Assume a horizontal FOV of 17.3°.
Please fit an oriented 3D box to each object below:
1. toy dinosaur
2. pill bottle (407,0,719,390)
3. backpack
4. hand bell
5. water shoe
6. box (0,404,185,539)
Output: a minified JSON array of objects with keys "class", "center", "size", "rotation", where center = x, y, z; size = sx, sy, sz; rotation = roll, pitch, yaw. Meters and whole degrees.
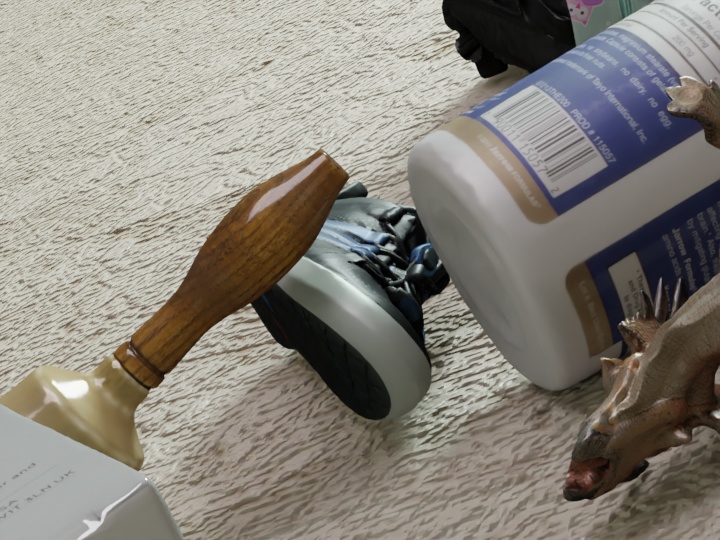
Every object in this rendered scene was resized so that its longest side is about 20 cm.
[{"class":"toy dinosaur","center":[0.163,0.010,0.778],"size":[0.200,0.136,0.086],"rotation":[-4,51,-1]},{"class":"pill bottle","center":[0.128,-0.048,0.911],"size":[0.200,0.111,0.111],"rotation":[-31,20,-10]},{"class":"backpack","center":[0.106,-0.173,1.202],"size":[0.126,0.167,0.200],"rotation":[-24,25,-6]},{"class":"hand bell","center":[-0.079,0.030,0.900],"size":[0.200,0.104,0.104],"rotation":[-47,19,4]},{"class":"water shoe","center":[0.000,0.000,0.985],"size":[0.079,0.072,0.200],"rotation":[-34,20,-7]},{"class":"box","center":[-0.152,0.152,0.739],"size":[0.199,0.131,0.200],"rotation":[-35,21,-20]}]
